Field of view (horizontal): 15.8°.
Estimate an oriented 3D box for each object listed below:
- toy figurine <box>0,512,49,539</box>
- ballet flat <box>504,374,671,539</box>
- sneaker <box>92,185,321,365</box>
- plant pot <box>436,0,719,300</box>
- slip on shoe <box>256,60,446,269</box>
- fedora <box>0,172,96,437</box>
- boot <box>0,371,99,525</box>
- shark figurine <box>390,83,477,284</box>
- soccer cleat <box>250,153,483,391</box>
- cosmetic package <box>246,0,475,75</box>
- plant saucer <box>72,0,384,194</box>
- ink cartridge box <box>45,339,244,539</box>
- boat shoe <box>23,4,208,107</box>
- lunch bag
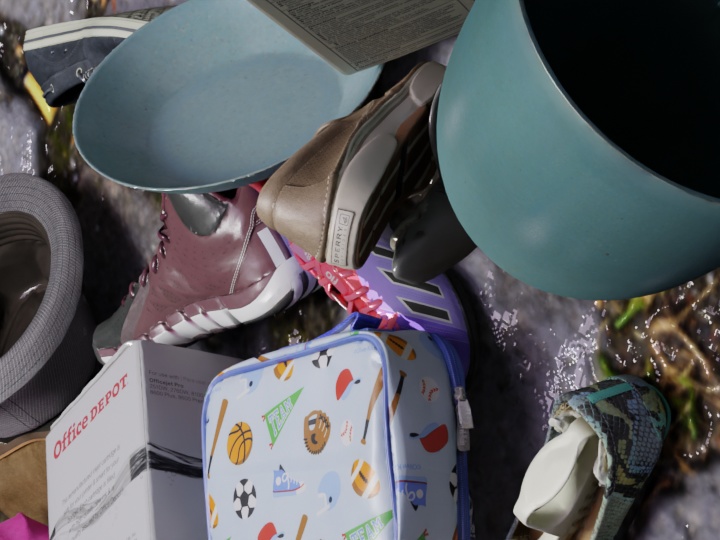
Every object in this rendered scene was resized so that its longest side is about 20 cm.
[{"bbox_3d":[-0.251,0.254,1.824,0.200,0.150,0.185,-125,52,-66],"label":"toy figurine"},{"bbox_3d":[0.103,0.143,1.428,0.074,0.074,0.200,41,122,41],"label":"ballet flat"},{"bbox_3d":[-0.114,-0.014,1.653,0.200,0.076,0.116,-21,99,40],"label":"sneaker"},{"bbox_3d":[0.130,-0.079,1.297,0.161,0.200,0.201,-49,55,52],"label":"plant pot"},{"bbox_3d":[0.002,-0.065,1.445,0.060,0.200,0.076,15,124,13],"label":"slip on shoe"},{"bbox_3d":[-0.244,0.038,1.797,0.177,0.090,0.200,-34,41,11],"label":"fedora"},{"bbox_3d":[-0.197,0.124,1.806,0.200,0.074,0.076,-24,103,43],"label":"boot"},{"bbox_3d":[0.092,-0.083,1.445,0.089,0.128,0.215,18,89,22],"label":"shark figurine"},{"bbox_3d":[0.000,0.000,1.539,0.200,0.073,0.068,56,131,32],"label":"soccer cleat"},{"bbox_3d":[-0.004,-0.177,1.423,0.105,0.200,0.071,-20,75,12],"label":"cosmetic package"},{"bbox_3d":[-0.074,-0.102,1.569,0.201,0.201,0.039,31,151,45],"label":"plant saucer"},{"bbox_3d":[-0.131,0.165,1.634,0.145,0.084,0.201,-43,44,46],"label":"ink cartridge box"},{"bbox_3d":[-0.157,-0.141,1.724,0.200,0.074,0.062,-2,98,53],"label":"boat shoe"},{"bbox_3d":[-0.013,0.111,1.499,0.200,0.075,0.161,-16,72,50],"label":"lunch bag"}]
